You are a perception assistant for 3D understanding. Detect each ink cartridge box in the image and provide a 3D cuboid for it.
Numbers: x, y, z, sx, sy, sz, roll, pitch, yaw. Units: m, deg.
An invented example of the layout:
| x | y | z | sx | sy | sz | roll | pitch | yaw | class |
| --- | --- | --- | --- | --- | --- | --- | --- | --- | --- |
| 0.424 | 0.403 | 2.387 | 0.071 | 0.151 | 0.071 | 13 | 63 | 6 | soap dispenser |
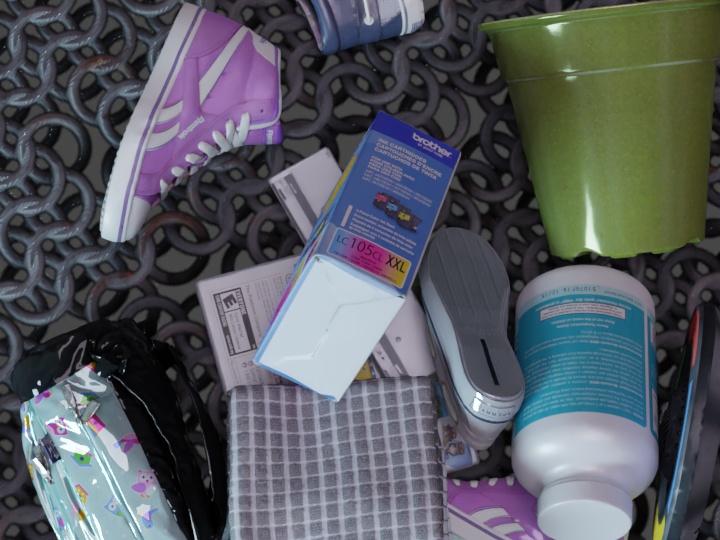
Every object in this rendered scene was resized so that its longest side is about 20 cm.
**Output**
| x | y | z | sx | sy | sz | roll | pitch | yaw | class |
| --- | --- | --- | --- | --- | --- | --- | --- | --- | --- |
| 0.003 | -0.021 | 1.392 | 0.076 | 0.137 | 0.200 | 29 | 45 | -4 | ink cartridge box |

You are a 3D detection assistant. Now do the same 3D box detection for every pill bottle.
| x | y | z | sx | sy | sz | roll | pitch | yaw | class |
| --- | --- | --- | --- | --- | --- | --- | --- | --- | --- |
| 0.170 | 0.103 | 1.421 | 0.111 | 0.111 | 0.200 | 9 | 54 | -4 | pill bottle |

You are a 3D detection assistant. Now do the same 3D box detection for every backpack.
| x | y | z | sx | sy | sz | roll | pitch | yaw | class |
| --- | --- | --- | --- | --- | --- | --- | --- | --- | --- |
| -0.181 | 0.142 | 1.407 | 0.126 | 0.167 | 0.200 | -23 | 88 | 11 | backpack |

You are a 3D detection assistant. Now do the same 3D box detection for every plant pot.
| x | y | z | sx | sy | sz | roll | pitch | yaw | class |
| --- | --- | --- | --- | --- | --- | --- | --- | --- | --- |
| 0.200 | -0.109 | 1.467 | 0.200 | 0.200 | 0.190 | -7 | 96 | -6 | plant pot |

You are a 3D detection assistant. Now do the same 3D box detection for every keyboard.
| x | y | z | sx | sy | sz | roll | pitch | yaw | class |
| --- | --- | --- | --- | --- | --- | --- | --- | --- | --- |
| 0.000 | 0.000 | 1.486 | 0.056 | 0.011 | 0.200 | -29 | 86 | -14 | keyboard |

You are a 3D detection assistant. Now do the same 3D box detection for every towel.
| x | y | z | sx | sy | sz | roll | pitch | yaw | class |
| --- | --- | --- | --- | --- | --- | --- | --- | --- | --- |
| -0.018 | 0.171 | 1.381 | 0.165 | 0.086 | 0.200 | -7 | 64 | 4 | towel |

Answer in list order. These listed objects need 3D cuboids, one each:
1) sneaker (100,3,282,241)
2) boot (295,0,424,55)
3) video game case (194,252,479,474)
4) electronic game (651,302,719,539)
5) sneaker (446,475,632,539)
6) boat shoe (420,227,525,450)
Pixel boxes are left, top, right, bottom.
| x | y | z | sx | sy | sz | roll | pitch | yaw | class |
| --- | --- | --- | --- | --- | --- | --- | --- | --- | --- |
| -0.125 | -0.102 | 1.470 | 0.114 | 0.073 | 0.201 | 24 | 81 | -5 | sneaker |
| -0.023 | -0.277 | 1.508 | 0.090 | 0.073 | 0.200 | -19 | 85 | -13 | boot |
| -0.019 | 0.082 | 1.487 | 0.182 | 0.022 | 0.200 | -15 | 83 | -7 | video game case |
| 0.245 | 0.123 | 1.417 | 0.042 | 0.200 | 0.200 | 10 | 81 | 7 | electronic game |
| 0.117 | 0.177 | 1.469 | 0.200 | 0.073 | 0.114 | 25 | 72 | -7 | sneaker |
| 0.077 | 0.052 | 1.452 | 0.073 | 0.067 | 0.200 | 11 | 40 | -13 | boat shoe |
